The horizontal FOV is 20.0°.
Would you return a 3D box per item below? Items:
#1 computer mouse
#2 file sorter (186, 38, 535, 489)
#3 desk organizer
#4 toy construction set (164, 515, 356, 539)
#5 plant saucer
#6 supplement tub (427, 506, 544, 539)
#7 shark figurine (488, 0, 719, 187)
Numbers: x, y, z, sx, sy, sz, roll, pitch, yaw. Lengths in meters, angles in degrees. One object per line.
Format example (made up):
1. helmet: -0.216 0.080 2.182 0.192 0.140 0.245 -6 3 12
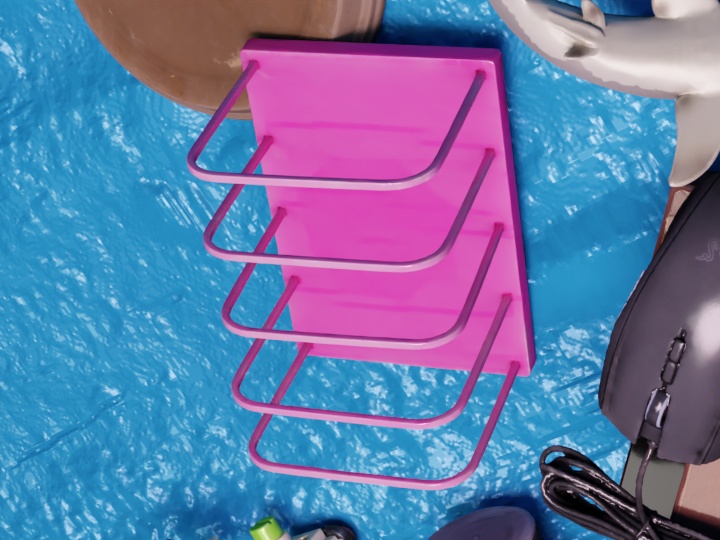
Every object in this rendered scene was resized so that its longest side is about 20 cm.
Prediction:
1. computer mouse: 0.170 0.063 0.949 0.140 0.046 0.200 34 111 20
2. file sorter: 0.000 0.000 1.055 0.139 0.125 0.200 4 126 20
3. desk organizer: 0.174 0.056 1.012 0.077 0.072 0.200 19 105 21
4. toy construction set: -0.046 0.226 1.263 0.131 0.092 0.200 -23 117 36
5. plant saucer: -0.081 -0.167 1.080 0.200 0.029 0.200 14 124 21
6. supplement tub: 0.100 0.237 1.176 0.107 0.107 0.200 -10 113 32
7. shark figurine: 0.118 -0.118 0.978 0.214 0.090 0.128 21 92 6
